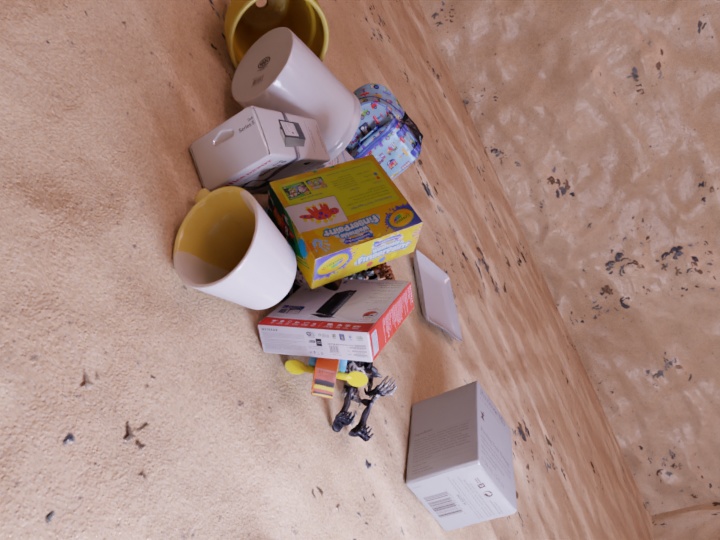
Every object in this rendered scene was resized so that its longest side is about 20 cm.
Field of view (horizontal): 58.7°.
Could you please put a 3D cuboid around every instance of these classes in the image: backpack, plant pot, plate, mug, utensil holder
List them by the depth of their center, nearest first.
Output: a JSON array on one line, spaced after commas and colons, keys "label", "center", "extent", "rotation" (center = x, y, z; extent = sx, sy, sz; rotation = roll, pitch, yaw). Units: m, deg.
[{"label": "mug", "center": [-0.168, -0.034, 0.944], "extent": [0.153, 0.145, 0.192], "rotation": [41, 41, -54]}, {"label": "utensil holder", "center": [-0.119, -0.323, 1.201], "extent": [0.199, 0.167, 0.174], "rotation": [37, 38, -43]}, {"label": "plant pot", "center": [-0.178, -0.494, 1.261], "extent": [0.200, 0.199, 0.192], "rotation": [36, 23, -45]}, {"label": "backpack", "center": [0.034, -0.327, 1.524], "extent": [0.201, 0.180, 0.136], "rotation": [50, 24, -23]}, {"label": "plate", "center": [0.196, 0.072, 1.677], "extent": [0.199, 0.032, 0.205], "rotation": [34, 41, -49]}]

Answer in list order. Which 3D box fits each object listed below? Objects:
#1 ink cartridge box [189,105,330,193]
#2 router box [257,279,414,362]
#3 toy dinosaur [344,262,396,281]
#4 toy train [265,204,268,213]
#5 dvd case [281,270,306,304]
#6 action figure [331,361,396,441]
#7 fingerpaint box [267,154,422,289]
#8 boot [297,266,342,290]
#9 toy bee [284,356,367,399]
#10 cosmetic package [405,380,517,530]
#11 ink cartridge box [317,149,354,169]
[{"label": "ink cartridge box", "center": [-0.163, -0.196, 1.072], "extent": [0.199, 0.143, 0.086], "rotation": [-14, 82, -63]}, {"label": "router box", "center": [-0.035, 0.072, 1.018], "extent": [0.179, 0.194, 0.050], "rotation": [-44, 129, -56]}, {"label": "toy dinosaur", "center": [0.000, 0.000, 1.194], "extent": [0.102, 0.137, 0.199], "rotation": [40, -9, -16]}, {"label": "toy train", "center": [-0.095, -0.096, 1.177], "extent": [0.115, 0.087, 0.200], "rotation": [48, 17, 5]}, {"label": "dvd case", "center": [-0.085, 0.033, 1.185], "extent": [0.199, 0.016, 0.153], "rotation": [31, 43, -51]}, {"label": "action figure", "center": [0.007, 0.194, 1.135], "extent": [0.118, 0.101, 0.203], "rotation": [39, 37, -25]}, {"label": "fingerpaint box", "center": [-0.027, -0.082, 1.019], "extent": [0.196, 0.074, 0.168], "rotation": [-20, 58, -26]}, {"label": "boot", "center": [-0.105, -0.048, 1.060], "extent": [0.196, 0.074, 0.077], "rotation": [29, 69, 5]}, {"label": "toy bee", "center": [-0.047, 0.161, 1.044], "extent": [0.199, 0.127, 0.112], "rotation": [-35, 139, -61]}, {"label": "cosmetic package", "center": [0.203, 0.373, 1.292], "extent": [0.169, 0.163, 0.203], "rotation": [51, 28, -27]}, {"label": "ink cartridge box", "center": [-0.066, -0.214, 1.365], "extent": [0.199, 0.066, 0.120], "rotation": [38, 38, -44]}]
